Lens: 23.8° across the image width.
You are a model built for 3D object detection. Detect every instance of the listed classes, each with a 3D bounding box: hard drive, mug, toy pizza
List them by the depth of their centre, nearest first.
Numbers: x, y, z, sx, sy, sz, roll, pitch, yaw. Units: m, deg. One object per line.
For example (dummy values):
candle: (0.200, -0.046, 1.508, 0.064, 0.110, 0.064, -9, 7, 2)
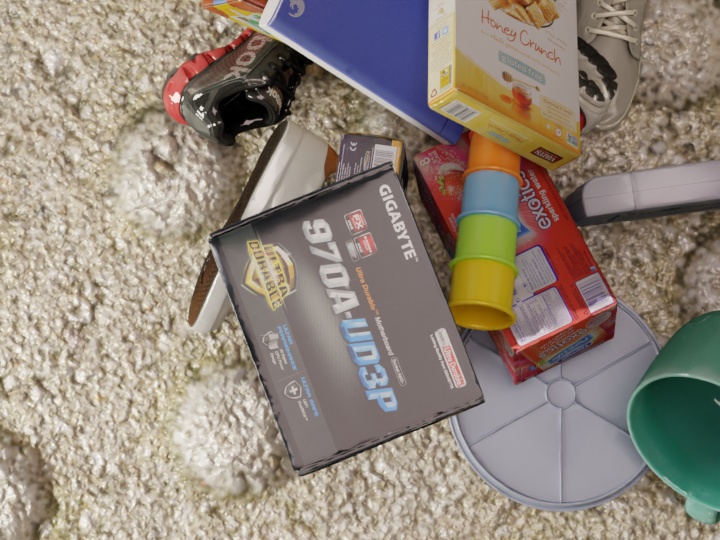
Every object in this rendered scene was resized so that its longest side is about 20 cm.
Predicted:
hard drive: (0.025, -0.209, 1.402, 0.199, 0.025, 0.133, 29, 78, -29)
mug: (0.306, 0.115, 1.430, 0.152, 0.185, 0.114, 44, 55, -3)
toy pizza: (0.173, 0.109, 1.493, 0.198, 0.032, 0.202, 0, 79, -1)

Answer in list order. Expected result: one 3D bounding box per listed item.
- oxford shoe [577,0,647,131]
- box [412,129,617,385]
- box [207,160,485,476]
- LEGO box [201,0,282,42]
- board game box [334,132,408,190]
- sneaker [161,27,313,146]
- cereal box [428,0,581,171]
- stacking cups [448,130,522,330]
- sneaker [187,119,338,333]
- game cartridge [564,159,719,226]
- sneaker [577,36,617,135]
oxford shoe: (0.223, -0.225, 1.526, 0.074, 0.058, 0.202, 11, 85, -4)
box: (0.131, -0.019, 1.457, 0.099, 0.096, 0.201, -25, 69, -4)
box: (-0.011, 0.039, 1.326, 0.158, 0.046, 0.202, -21, 82, 0)
LEGO box: (-0.013, -0.256, 1.437, 0.199, 0.077, 0.150, 20, 83, -30)
board game box: (0.000, 0.000, 1.437, 0.056, 0.165, 0.202, 8, 82, 2)
sneaker: (-0.075, -0.181, 1.493, 0.200, 0.071, 0.098, -39, 51, -4)
cereal box: (0.118, -0.197, 1.399, 0.143, 0.039, 0.202, 22, 57, -34)
stacking cups: (0.110, -0.054, 1.393, 0.060, 0.061, 0.202, 10, 68, 0)
sneaker: (-0.076, -0.024, 1.487, 0.084, 0.073, 0.201, 28, 93, -19)
game cartridge: (0.280, -0.069, 1.469, 0.198, 0.133, 0.042, -7, 83, -3)
sneaker: (0.137, -0.194, 1.514, 0.077, 0.085, 0.200, -18, 62, -43)
